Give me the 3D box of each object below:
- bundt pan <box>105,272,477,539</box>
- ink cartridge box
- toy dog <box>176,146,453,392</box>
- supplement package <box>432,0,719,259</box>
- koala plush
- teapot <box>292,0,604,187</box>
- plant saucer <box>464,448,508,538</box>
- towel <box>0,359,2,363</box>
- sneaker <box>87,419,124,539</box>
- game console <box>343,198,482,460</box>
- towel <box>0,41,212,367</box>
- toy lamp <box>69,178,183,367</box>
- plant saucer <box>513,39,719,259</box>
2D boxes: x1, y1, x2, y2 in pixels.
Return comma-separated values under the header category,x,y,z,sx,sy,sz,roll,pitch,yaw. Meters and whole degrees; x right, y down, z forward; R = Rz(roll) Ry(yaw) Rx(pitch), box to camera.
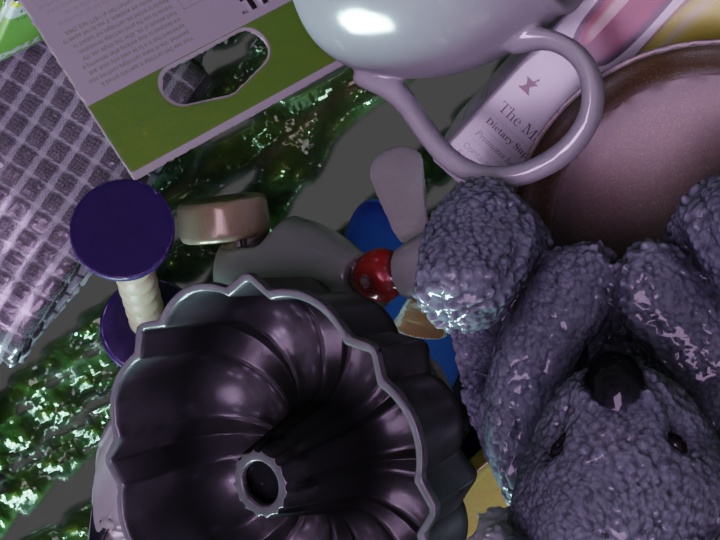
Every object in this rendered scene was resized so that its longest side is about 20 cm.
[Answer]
category,x,y,z,sx,sy,sz,roll,pitch,yaw
bundt pan,-0.027,0.096,0.961,0.201,0.076,0.203,8,103,35
ink cartridge box,-0.123,-0.144,0.977,0.200,0.148,0.076,56,149,4
toy dog,0.000,0.000,1.028,0.199,0.096,0.133,19,114,29
supplement package,0.147,-0.103,0.983,0.114,0.110,0.200,41,110,-4
koala plush,0.113,0.082,0.834,0.176,0.200,0.185,-3,121,4
teapot,0.057,-0.174,0.889,0.145,0.198,0.201,6,138,20
plant saucer,0.075,0.184,1.071,0.200,0.048,0.200,-44,124,7
towel,-0.273,-0.011,1.080,0.199,0.147,0.030,31,147,1
sneaker,-0.133,0.186,1.115,0.079,0.130,0.200,11,108,6
game console,0.055,0.084,1.107,0.170,0.118,0.201,14,113,-26
towel,-0.192,-0.074,1.038,0.165,0.086,0.200,33,86,0
toy lamp,-0.116,0.013,1.034,0.058,0.200,0.059,0,72,1
plant saucer,0.169,-0.013,0.929,0.199,0.032,0.201,4,109,12
